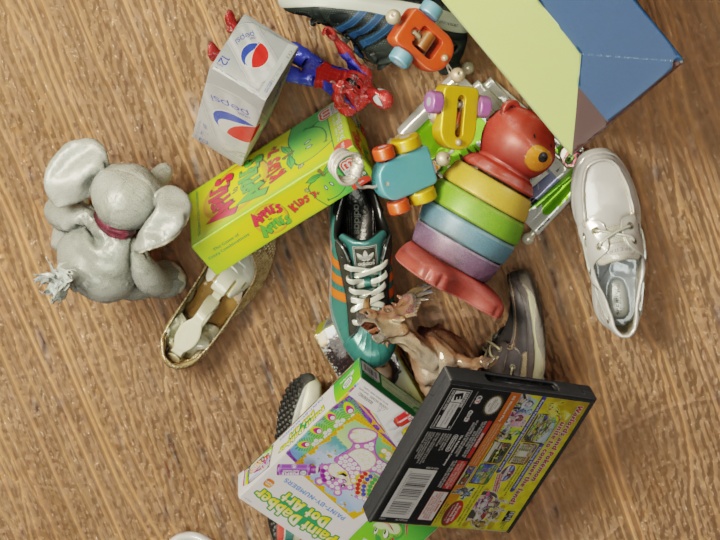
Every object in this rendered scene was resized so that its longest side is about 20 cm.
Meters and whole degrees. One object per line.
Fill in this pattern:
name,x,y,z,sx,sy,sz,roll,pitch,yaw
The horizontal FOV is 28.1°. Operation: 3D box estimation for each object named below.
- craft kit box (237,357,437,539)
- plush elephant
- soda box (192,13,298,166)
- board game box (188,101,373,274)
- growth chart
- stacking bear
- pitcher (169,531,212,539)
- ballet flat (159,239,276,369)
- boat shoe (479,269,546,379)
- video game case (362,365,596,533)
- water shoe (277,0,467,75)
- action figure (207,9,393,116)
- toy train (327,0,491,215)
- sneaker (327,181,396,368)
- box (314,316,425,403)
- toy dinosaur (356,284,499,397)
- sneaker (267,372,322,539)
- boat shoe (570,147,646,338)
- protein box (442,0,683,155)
craft kit box,0.006,0.219,1.533,0.200,0.049,0.197,37,113,-22
plush elephant,-0.247,-0.054,1.480,0.164,0.200,0.155,38,110,3
soda box,-0.118,-0.175,1.432,0.063,0.200,0.069,31,71,-3
board game box,-0.085,-0.088,1.497,0.199,0.102,0.048,-31,125,13
growth chart,0.139,-0.120,1.514,0.199,0.018,0.145,36,106,-3
stacking bear,0.129,-0.073,1.464,0.121,0.114,0.201,26,96,-33
pitcher,-0.135,0.385,1.629,0.198,0.121,0.173,-2,89,18
ballet flat,-0.155,0.030,1.558,0.070,0.065,0.201,31,105,-2
boat shoe,0.163,0.100,1.537,0.073,0.075,0.202,-4,103,7
video game case,0.121,0.187,1.470,0.180,0.026,0.201,10,124,-28
water shoe,0.010,-0.244,1.468,0.198,0.072,0.080,9,108,5
action figure,-0.058,-0.214,1.449,0.199,0.099,0.066,23,74,9
toy train,0.044,-0.158,1.427,0.150,0.056,0.201,31,84,-26
sneaker,0.000,0.000,1.492,0.071,0.080,0.202,-8,82,-6
box,0.030,0.134,1.572,0.075,0.050,0.201,-29,100,12
toy dinosaur,0.076,0.082,1.487,0.086,0.200,0.136,-41,69,-1
sneaker,-0.047,0.211,1.600,0.093,0.070,0.201,5,103,-14
boat shoe,0.265,-0.026,1.489,0.070,0.069,0.201,-13,107,4
protein box,0.189,-0.244,1.381,0.135,0.200,0.199,-40,97,14
